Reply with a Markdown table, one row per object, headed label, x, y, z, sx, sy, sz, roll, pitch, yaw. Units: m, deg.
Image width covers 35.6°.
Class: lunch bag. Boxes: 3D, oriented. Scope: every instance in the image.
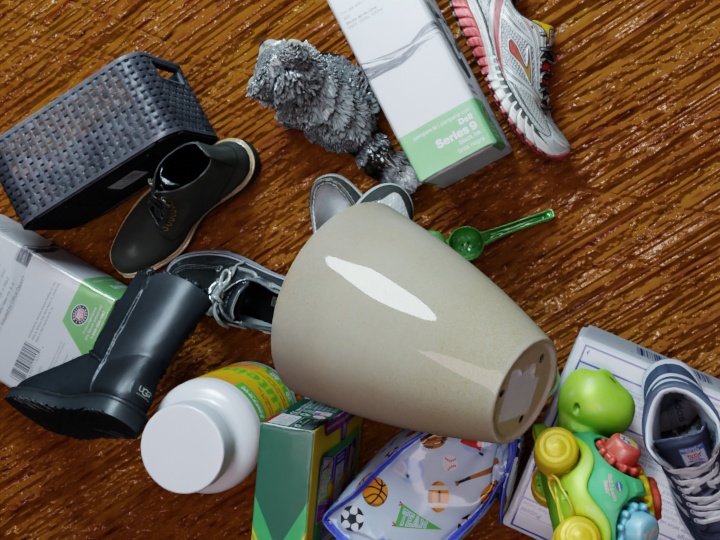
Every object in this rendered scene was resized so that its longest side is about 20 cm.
| label | x | y | z | sx | sy | sz | roll | pitch | yaw |
| --- | --- | --- | --- | --- | --- | --- | --- | --- | --- |
| lunch bag | 0.085 | 0.195 | 1.078 | 0.124 | 0.170 | 0.200 | 44 | 101 | 6 |

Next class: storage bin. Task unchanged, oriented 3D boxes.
| label | x | y | z | sx | sy | sz | roll | pitch | yaw |
| --- | --- | --- | --- | --- | --- | --- | --- | --- | --- |
| storage bin | -0.265 | -0.129 | 1.162 | 0.199 | 0.135 | 0.094 | -29 | 86 | 13 |

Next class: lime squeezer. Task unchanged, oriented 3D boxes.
| label | x | y | z | sx | sy | sz | roll | pitch | yaw |
| --- | --- | --- | --- | --- | --- | --- | --- | --- | --- |
| lime squeezer | 0.092 | -0.029 | 1.105 | 0.199 | 0.071 | 0.038 | -5 | 82 | -25 |

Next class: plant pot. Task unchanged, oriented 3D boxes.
| label | x | y | z | sx | sy | sz | roll | pitch | yaw |
| --- | --- | --- | --- | --- | --- | --- | --- | --- | --- |
| plant pot | 0.059 | 0.063 | 0.954 | 0.200 | 0.187 | 0.188 | 26 | 99 | 35 |

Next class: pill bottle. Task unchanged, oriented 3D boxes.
| label | x | y | z | sx | sy | sz | roll | pitch | yaw |
| --- | --- | --- | --- | --- | --- | --- | --- | --- | --- |
| pill bottle | -0.140 | 0.157 | 1.114 | 0.110 | 0.200 | 0.112 | 1 | 93 | 13 |

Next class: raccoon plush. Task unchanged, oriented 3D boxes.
| label | x | y | z | sx | sy | sz | roll | pitch | yaw |
| --- | --- | --- | --- | --- | --- | --- | --- | --- | --- |
| raccoon plush | -0.019 | -0.159 | 1.103 | 0.199 | 0.134 | 0.097 | 31 | 98 | 10 |

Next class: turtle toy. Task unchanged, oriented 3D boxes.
| label | x | y | z | sx | sy | sz | roll | pitch | yaw |
| --- | --- | --- | --- | --- | --- | --- | --- | --- | --- |
| turtle toy | 0.201 | 0.180 | 0.963 | 0.101 | 0.146 | 0.201 | -10 | 64 | 2 |

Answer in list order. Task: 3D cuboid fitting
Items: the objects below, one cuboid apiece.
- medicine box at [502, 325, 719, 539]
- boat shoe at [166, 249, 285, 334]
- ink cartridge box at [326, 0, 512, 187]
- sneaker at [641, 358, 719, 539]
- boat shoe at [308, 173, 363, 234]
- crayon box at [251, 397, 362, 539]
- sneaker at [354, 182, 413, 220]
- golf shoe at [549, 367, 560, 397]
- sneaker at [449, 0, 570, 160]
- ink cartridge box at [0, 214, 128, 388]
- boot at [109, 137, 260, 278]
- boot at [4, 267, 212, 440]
| label | x | y | z | sx | sy | sz | roll | pitch | yaw |
| --- | --- | --- | --- | --- | --- | --- | --- | --- | --- |
| medicine box | 0.258 | 0.181 | 1.072 | 0.181 | 0.103 | 0.201 | 23 | 98 | 11 |
| boat shoe | -0.128 | 0.028 | 1.162 | 0.199 | 0.068 | 0.074 | 21 | 102 | 22 |
| ink cartridge box | 0.059 | -0.187 | 1.078 | 0.084 | 0.146 | 0.201 | -28 | 87 | 13 |
| sneaker | 0.292 | 0.177 | 0.955 | 0.070 | 0.108 | 0.201 | -24 | 87 | 13 |
| boat shoe | -0.006 | -0.005 | 1.146 | 0.071 | 0.061 | 0.202 | -22 | 88 | 14 |
| crayon box | -0.051 | 0.219 | 1.096 | 0.058 | 0.200 | 0.173 | 7 | 94 | 13 |
| sneaker | 0.000 | 0.000 | 1.073 | 0.075 | 0.088 | 0.201 | 30 | 75 | -4 |
| golf shoe | 0.122 | 0.072 | 1.067 | 0.073 | 0.092 | 0.200 | -55 | 42 | -3 |
| sneaker | 0.158 | -0.200 | 1.090 | 0.082 | 0.078 | 0.201 | -25 | 87 | 12 |
| ink cartridge box | -0.359 | 0.045 | 1.219 | 0.199 | 0.084 | 0.147 | 29 | 99 | 10 |
| boot | -0.206 | -0.068 | 1.150 | 0.200 | 0.138 | 0.077 | -44 | 83 | 12 |
| boot | -0.248 | 0.081 | 1.121 | 0.199 | 0.076 | 0.169 | -4 | 49 | 41 |
